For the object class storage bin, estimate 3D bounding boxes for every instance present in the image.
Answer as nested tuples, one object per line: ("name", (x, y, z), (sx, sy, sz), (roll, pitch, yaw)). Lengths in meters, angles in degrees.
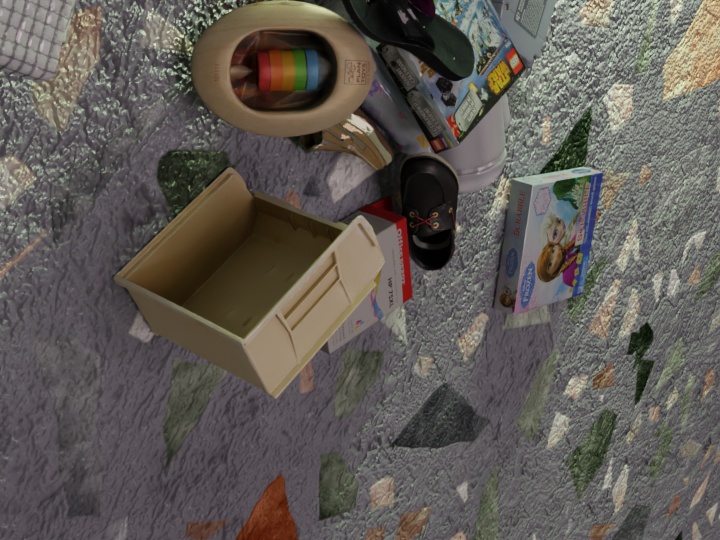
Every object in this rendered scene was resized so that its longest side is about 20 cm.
("storage bin", (-0.109, 0.003, 1.216), (0.199, 0.199, 0.094), (-48, 138, -25))

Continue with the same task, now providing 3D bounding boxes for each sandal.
("sandal", (0.060, -0.265, 1.233), (0.199, 0.048, 0.076), (19, 64, -42))

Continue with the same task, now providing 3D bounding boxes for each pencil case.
("pencil case", (0.022, -0.221, 1.338), (0.200, 0.090, 0.084), (44, 76, -36))

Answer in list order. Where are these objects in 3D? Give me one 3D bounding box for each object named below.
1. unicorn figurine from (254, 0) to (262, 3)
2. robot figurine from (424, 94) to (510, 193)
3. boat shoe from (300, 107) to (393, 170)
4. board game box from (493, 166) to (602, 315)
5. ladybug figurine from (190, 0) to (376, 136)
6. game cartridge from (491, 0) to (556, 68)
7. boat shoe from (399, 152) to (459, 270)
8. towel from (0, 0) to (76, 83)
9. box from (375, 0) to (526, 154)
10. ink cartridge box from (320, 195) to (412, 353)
("unicorn figurine", (-0.085, -0.376, 1.181), (0.137, 0.073, 0.203), (30, 76, -62))
("robot figurine", (0.126, -0.183, 1.485), (0.168, 0.113, 0.202), (-26, 125, -26))
("boat shoe", (-0.039, -0.166, 1.346), (0.076, 0.072, 0.200), (-50, 131, -2))
("board game box", (0.288, -0.048, 1.792), (0.198, 0.041, 0.203), (-14, 115, -46))
("ladybug figurine", (-0.081, -0.209, 1.219), (0.197, 0.072, 0.138), (0, 102, -18))
("game cartridge", (0.219, -0.387, 1.560), (0.132, 0.041, 0.203), (22, 83, -48))
("boat shoe", (0.087, -0.073, 1.475), (0.202, 0.073, 0.064), (78, 16, -57))
("towel", (-0.306, -0.271, 0.964), (0.165, 0.085, 0.203), (10, 96, -53))
("box", (0.108, -0.241, 1.343), (0.138, 0.040, 0.200), (58, 43, -15))
("ink cartridge box", (0.000, 0.000, 1.450), (0.199, 0.067, 0.118), (-33, 129, -38))
